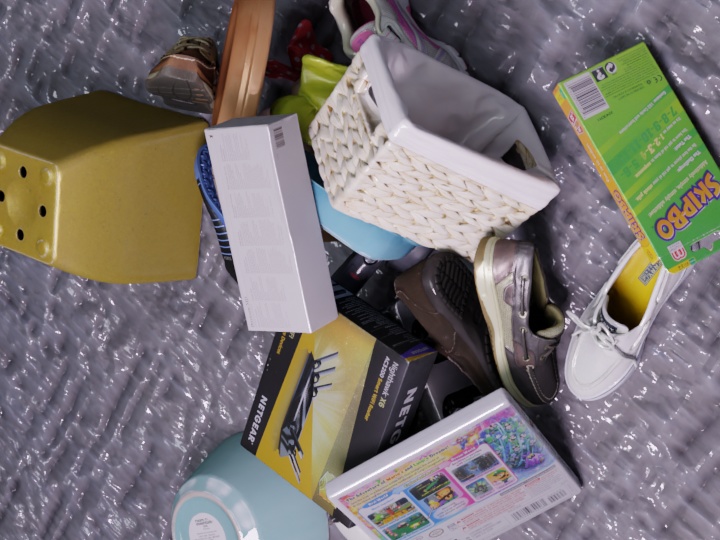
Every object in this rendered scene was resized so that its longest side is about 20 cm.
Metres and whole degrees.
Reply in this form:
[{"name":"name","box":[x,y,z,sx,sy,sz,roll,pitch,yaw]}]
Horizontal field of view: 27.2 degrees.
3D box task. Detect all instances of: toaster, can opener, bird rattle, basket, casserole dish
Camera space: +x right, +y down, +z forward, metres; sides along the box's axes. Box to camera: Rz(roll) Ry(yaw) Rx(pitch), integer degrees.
[{"name":"toaster","box":[0.033,0.139,1.546,0.199,0.118,0.182,-28,81,38]},{"name":"can opener","box":[0.000,0.000,1.533,0.079,0.063,0.200,45,98,2]},{"name":"bird rattle","box":[-0.039,-0.156,1.529,0.112,0.200,0.163,-39,108,2]},{"name":"basket","box":[0.065,-0.107,1.394,0.124,0.199,0.136,-48,40,30]},{"name":"casserole dish","box":[-0.024,-0.066,1.456,0.199,0.121,0.039,35,103,19]}]

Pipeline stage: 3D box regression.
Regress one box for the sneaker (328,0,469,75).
[{"name":"sneaker","box":[0.031,-0.216,1.492,0.201,0.088,0.081,53,126,17]}]

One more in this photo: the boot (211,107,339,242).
[{"name":"boot","box":[-0.067,-0.105,1.606,0.198,0.070,0.148,-1,78,10]}]

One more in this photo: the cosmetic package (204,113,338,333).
[{"name":"cosmetic package","box":[-0.083,-0.044,1.407,0.082,0.051,0.202,1,109,36]}]

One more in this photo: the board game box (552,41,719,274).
[{"name":"board game box","box":[0.262,-0.099,1.335,0.201,0.095,0.030,61,166,13]}]

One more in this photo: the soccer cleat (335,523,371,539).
[{"name":"soccer cleat","box":[-0.040,0.219,1.642,0.070,0.086,0.202,-25,84,39]}]

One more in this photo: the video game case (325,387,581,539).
[{"name":"video game case","box":[0.093,0.211,1.447,0.199,0.182,0.024,-30,43,13]}]

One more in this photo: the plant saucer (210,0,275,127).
[{"name":"plant saucer","box":[-0.123,-0.204,1.523,0.037,0.200,0.202,10,112,-9]}]

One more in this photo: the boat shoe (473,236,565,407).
[{"name":"boat shoe","box":[0.162,0.053,1.419,0.065,0.072,0.202,0,129,30]}]

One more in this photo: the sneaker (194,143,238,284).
[{"name":"sneaker","box":[-0.138,-0.046,1.675,0.201,0.070,0.078,63,149,21]}]

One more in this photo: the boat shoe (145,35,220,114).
[{"name":"boat shoe","box":[-0.189,-0.220,1.617,0.075,0.200,0.075,12,89,-4]}]

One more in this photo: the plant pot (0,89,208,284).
[{"name":"plant pot","box":[-0.317,-0.089,1.724,0.194,0.199,0.196,18,110,33]}]

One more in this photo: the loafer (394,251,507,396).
[{"name":"loafer","box":[0.099,0.055,1.459,0.071,0.073,0.201,-3,135,39]}]

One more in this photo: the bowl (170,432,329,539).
[{"name":"bowl","box":[-0.144,0.299,1.730,0.199,0.105,0.203,9,105,36]}]

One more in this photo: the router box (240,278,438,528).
[{"name":"router box","box":[-0.025,0.128,1.480,0.157,0.052,0.202,32,118,28]}]

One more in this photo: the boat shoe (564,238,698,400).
[{"name":"boat shoe","box":[0.237,0.046,1.385,0.075,0.086,0.203,45,123,22]}]
